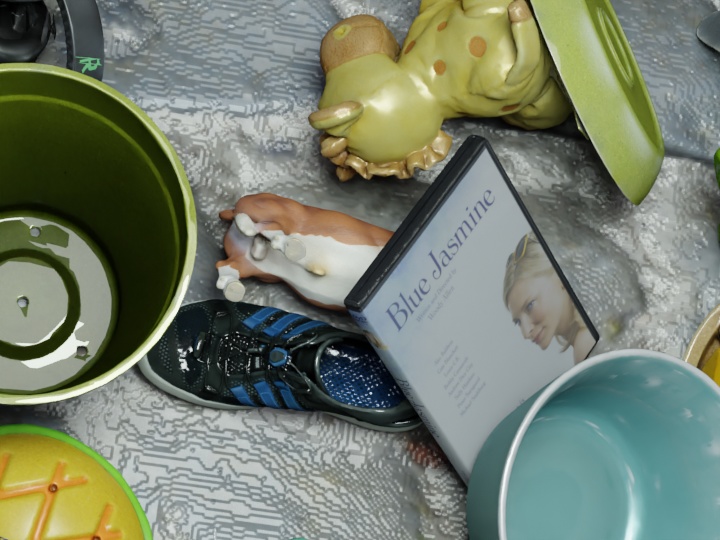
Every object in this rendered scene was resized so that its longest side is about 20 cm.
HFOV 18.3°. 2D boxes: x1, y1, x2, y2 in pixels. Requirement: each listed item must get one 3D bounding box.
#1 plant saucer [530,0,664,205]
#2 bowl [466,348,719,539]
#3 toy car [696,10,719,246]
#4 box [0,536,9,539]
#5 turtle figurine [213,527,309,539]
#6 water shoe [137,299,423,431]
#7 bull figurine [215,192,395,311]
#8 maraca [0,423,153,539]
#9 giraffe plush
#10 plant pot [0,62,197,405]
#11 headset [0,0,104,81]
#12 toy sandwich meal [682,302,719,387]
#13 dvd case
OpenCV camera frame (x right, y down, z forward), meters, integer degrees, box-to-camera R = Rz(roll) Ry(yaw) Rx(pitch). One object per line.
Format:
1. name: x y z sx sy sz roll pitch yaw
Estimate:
1. plant saucer: 0.154 -0.140 1.455 0.031 0.200 0.201 -24 80 14
2. bowl: 0.146 0.152 1.411 0.200 0.105 0.202 2 85 -29
3. toy car: 0.304 -0.110 1.519 0.164 0.158 0.201 -16 54 1
4. box: -0.203 0.262 1.321 0.159 0.049 0.201 21 113 -5
5. turtle figurine: -0.020 0.239 1.385 0.149 0.101 0.201 -16 93 -3
6. water shoe: -0.044 0.054 1.436 0.199 0.079 0.072 9 75 -6
7. bull figurine: 0.000 0.000 1.448 0.199 0.121 0.065 13 106 2
8. maraca: -0.185 0.187 1.369 0.137 0.107 0.200 -41 89 -7
9. giraffe plush: 0.044 -0.127 1.457 0.162 0.173 0.200 -24 43 8
10. plant pot: -0.205 -0.001 1.366 0.199 0.193 0.201 2 76 -7
11. headset: -0.217 -0.184 1.458 0.094 0.124 0.200 -18 60 -37
12. toy sandwich meal: 0.301 0.098 1.466 0.204 0.070 0.206 0 89 -12
13. dvd case: 0.075 0.032 1.417 0.143 0.018 0.200 -52 133 -21
